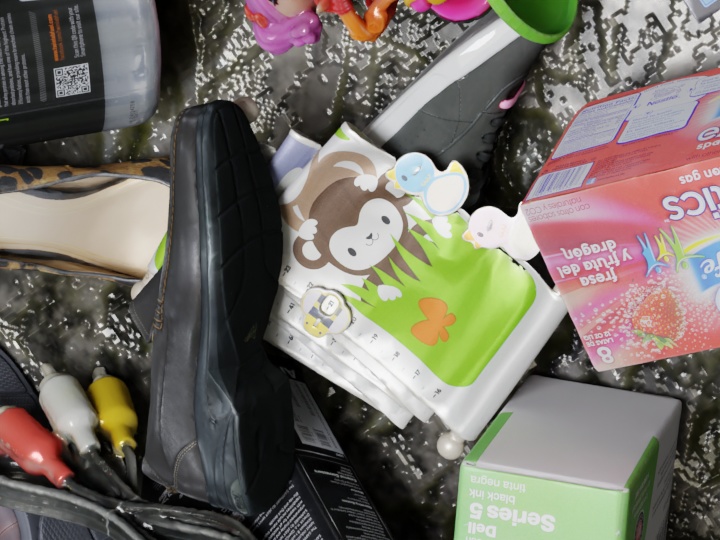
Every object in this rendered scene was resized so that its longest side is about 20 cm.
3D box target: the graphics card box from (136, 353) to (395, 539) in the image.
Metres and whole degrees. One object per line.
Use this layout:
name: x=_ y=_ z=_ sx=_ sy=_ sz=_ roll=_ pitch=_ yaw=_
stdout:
graphics card box: x=-0.046 y=0.150 z=1.406 sx=0.126 sy=0.051 sz=0.200 roll=-52 pitch=48 yaw=23

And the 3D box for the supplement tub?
supplement tub: x=-0.203 y=-0.115 z=1.365 sx=0.199 sy=0.123 sz=0.123 roll=-10 pitch=103 yaw=-12

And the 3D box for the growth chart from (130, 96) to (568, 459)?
growth chart: x=0.000 y=0.000 z=1.360 sx=0.199 sy=0.018 sz=0.145 roll=28 pitch=116 yaw=7

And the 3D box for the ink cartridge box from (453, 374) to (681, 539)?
ink cartridge box: x=0.095 y=0.170 z=1.368 sx=0.084 sy=0.145 sz=0.201 roll=9 pitch=107 yaw=14

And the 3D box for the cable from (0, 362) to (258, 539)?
cable: x=-0.127 y=0.106 z=1.404 sx=0.200 sy=0.097 sz=0.051 roll=35 pitch=135 yaw=51

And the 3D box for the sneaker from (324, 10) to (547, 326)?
sneaker: x=0.054 y=-0.051 z=1.370 sx=0.099 sy=0.071 sz=0.200 roll=46 pitch=117 yaw=-1

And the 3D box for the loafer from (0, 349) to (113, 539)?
loafer: x=-0.177 y=0.132 z=1.495 sx=0.063 sy=0.072 sz=0.201 roll=-38 pitch=77 yaw=40

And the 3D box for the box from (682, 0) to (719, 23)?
box: x=0.217 y=-0.181 z=1.217 sx=0.200 sy=0.137 sz=0.038 roll=-35 pitch=92 yaw=10

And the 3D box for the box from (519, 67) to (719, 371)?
box: x=0.188 y=-0.036 z=1.272 sx=0.199 sy=0.103 sz=0.095 roll=-14 pitch=115 yaw=29

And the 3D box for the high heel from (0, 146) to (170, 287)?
high heel: x=-0.138 y=-0.015 z=1.400 sx=0.199 sy=0.143 sz=0.072 roll=16 pitch=109 yaw=14

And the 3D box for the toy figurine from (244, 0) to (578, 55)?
toy figurine: x=-0.010 y=-0.168 z=1.325 sx=0.184 sy=0.150 sz=0.201 roll=-23 pitch=80 yaw=34

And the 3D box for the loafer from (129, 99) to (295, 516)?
loafer: x=-0.080 y=0.018 z=1.343 sx=0.072 sy=0.073 sz=0.201 roll=4 pitch=103 yaw=26
